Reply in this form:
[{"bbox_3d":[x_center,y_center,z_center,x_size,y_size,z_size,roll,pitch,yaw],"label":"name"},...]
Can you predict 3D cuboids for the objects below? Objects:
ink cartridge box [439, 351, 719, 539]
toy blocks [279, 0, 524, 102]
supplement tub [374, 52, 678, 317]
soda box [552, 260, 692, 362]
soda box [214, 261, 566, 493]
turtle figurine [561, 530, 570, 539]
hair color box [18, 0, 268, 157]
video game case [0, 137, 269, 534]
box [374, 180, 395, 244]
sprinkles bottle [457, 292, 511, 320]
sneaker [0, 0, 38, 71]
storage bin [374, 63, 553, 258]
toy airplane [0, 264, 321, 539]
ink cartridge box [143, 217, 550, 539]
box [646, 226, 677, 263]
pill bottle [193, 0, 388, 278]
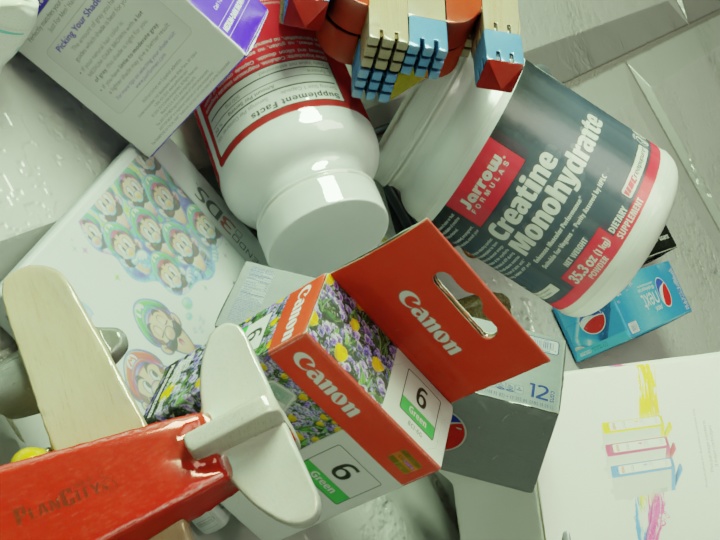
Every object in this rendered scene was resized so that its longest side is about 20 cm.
[{"bbox_3d":[0.151,0.134,0.766,0.196,0.128,0.128,-5,80,-22],"label":"ink cartridge box"},{"bbox_3d":[0.023,-0.170,0.721,0.196,0.100,0.139,8,55,-11],"label":"toy blocks"},{"bbox_3d":[0.117,-0.072,0.821,0.198,0.141,0.141,31,37,-4],"label":"supplement tub"},{"bbox_3d":[0.279,0.040,1.177,0.199,0.067,0.065,-9,74,-56],"label":"soda box"},{"bbox_3d":[0.015,0.060,0.648,0.196,0.069,0.064,13,39,5],"label":"soda box"},{"bbox_3d":[0.032,0.260,0.601,0.141,0.200,0.197,-2,66,-17],"label":"turtle figurine"},{"bbox_3d":[-0.166,-0.176,0.667,0.199,0.109,0.065,39,36,-20],"label":"hair color box"},{"bbox_3d":[-0.111,0.026,0.685,0.183,0.024,0.201,50,34,-17],"label":"video game case"},{"bbox_3d":[0.000,0.000,0.817,0.082,0.048,0.203,38,34,-63],"label":"box"},{"bbox_3d":[0.114,0.121,0.885,0.068,0.068,0.203,14,54,-49],"label":"sprinkles bottle"},{"bbox_3d":[-0.258,-0.180,0.588,0.199,0.080,0.071,33,43,-34],"label":"sneaker"},{"bbox_3d":[0.110,-0.099,0.988,0.147,0.133,0.199,61,33,1],"label":"storage bin"},{"bbox_3d":[-0.115,0.112,0.508,0.196,0.142,0.202,22,55,-1],"label":"toy airplane"},{"bbox_3d":[-0.012,0.065,0.583,0.109,0.198,0.051,46,36,-21],"label":"ink cartridge box"},{"bbox_3d":[0.284,-0.078,1.294,0.199,0.049,0.162,-13,74,-57],"label":"box"},{"bbox_3d":[-0.053,-0.101,0.758,0.111,0.112,0.202,14,46,-49],"label":"pill bottle"}]
